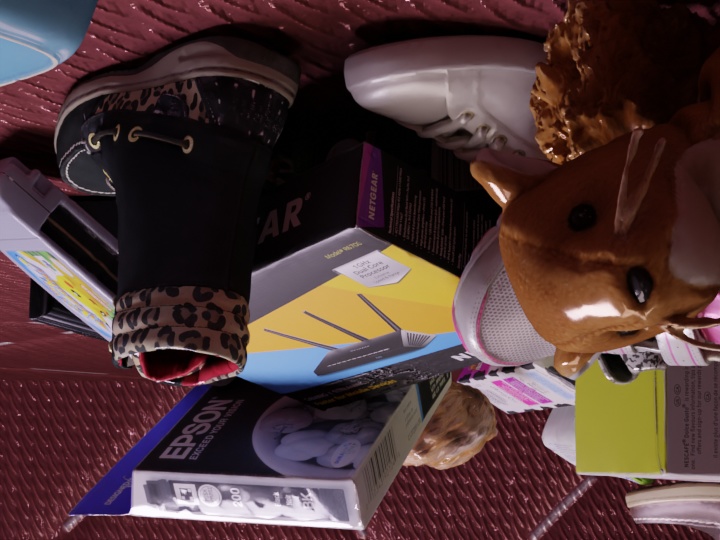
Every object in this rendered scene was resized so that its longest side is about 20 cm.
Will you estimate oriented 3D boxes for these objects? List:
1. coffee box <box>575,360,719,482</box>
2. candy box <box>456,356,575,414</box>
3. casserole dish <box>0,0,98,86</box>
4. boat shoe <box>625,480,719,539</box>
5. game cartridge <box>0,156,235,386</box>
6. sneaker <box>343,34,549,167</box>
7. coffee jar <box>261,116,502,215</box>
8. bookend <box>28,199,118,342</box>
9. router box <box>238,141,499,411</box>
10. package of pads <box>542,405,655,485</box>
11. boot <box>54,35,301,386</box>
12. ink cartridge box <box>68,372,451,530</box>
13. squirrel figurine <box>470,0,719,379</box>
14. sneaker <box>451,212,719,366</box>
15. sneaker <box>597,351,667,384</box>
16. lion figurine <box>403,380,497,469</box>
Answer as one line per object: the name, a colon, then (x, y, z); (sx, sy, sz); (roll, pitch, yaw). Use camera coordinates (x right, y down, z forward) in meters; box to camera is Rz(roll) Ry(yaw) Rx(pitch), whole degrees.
coffee box: (0.256, 0.037, 0.871); (0.195, 0.202, 0.200); (3, 171, -6)
candy box: (0.159, 0.040, 1.080); (0.061, 0.137, 0.200); (30, 167, -6)
casserole dish: (-0.194, -0.109, 0.521); (0.120, 0.039, 0.199); (-7, 167, 40)
boat shoe: (0.285, 0.186, 0.942); (0.198, 0.073, 0.072); (-1, 173, 24)
game cartridge: (-0.177, 0.005, 0.883); (0.200, 0.041, 0.133); (44, 164, -22)
sneaker: (0.082, -0.061, 0.652); (0.198, 0.086, 0.073); (8, 170, -30)
coffee jar: (-0.003, -0.042, 0.767); (0.198, 0.086, 0.104); (-1, 169, 13)
bookend: (-0.125, 0.004, 1.044); (0.198, 0.093, 0.199); (-2, 170, 11)
router box: (-0.010, 0.013, 0.714); (0.148, 0.052, 0.199); (26, 148, -33)
package of pads: (0.224, 0.066, 1.051); (0.068, 0.201, 0.155); (30, 172, -2)
boot: (-0.109, -0.021, 0.672); (0.073, 0.155, 0.203); (17, 162, -34)
ink cartridge box: (-0.061, 0.098, 0.861); (0.198, 0.044, 0.198); (-2, -160, 20)
squirrel figurine: (0.133, -0.039, 0.500); (0.186, 0.142, 0.200); (-30, -159, -1)
sneaker: (0.135, 0.000, 0.599); (0.198, 0.089, 0.082); (-23, 125, 14)
sneaker: (0.137, 0.022, 0.783); (0.076, 0.090, 0.200); (-6, -179, -2)
lion figurine: (0.005, 0.076, 0.994); (0.122, 0.201, 0.072); (-37, -176, 0)
